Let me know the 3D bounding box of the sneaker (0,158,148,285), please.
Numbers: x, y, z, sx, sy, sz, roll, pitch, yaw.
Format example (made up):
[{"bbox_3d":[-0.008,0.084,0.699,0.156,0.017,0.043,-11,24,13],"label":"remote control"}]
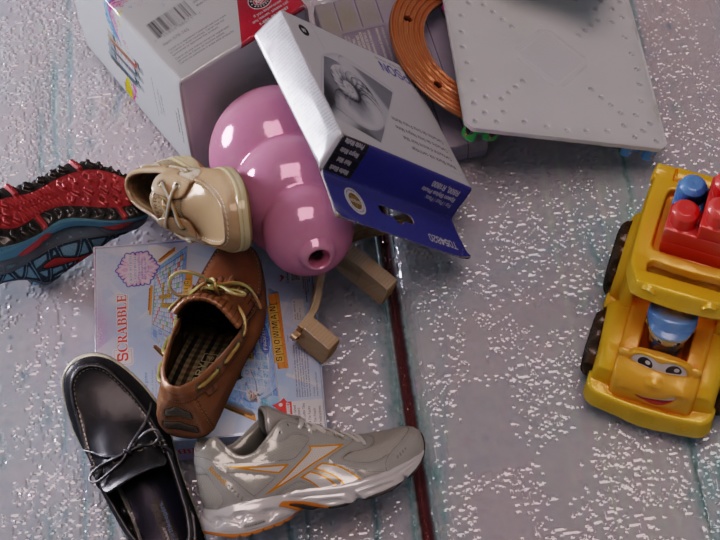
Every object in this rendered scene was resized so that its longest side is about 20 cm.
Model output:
[{"bbox_3d":[-0.280,-0.036,1.504,0.198,0.096,0.080,-16,57,-39],"label":"sneaker"}]

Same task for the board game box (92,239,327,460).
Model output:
[{"bbox_3d":[-0.133,0.065,1.460,0.197,0.041,0.202,-4,59,-2],"label":"board game box"}]

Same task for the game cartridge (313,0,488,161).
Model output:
[{"bbox_3d":[0.034,-0.183,1.612,0.128,0.039,0.202,-14,60,-3],"label":"game cartridge"}]

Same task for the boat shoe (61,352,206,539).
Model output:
[{"bbox_3d":[-0.183,0.156,1.359,0.074,0.062,0.202,-26,83,-3],"label":"boat shoe"}]

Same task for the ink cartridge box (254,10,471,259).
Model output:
[{"bbox_3d":[0.015,-0.116,1.456,0.040,0.199,0.201,-38,59,25],"label":"ink cartridge box"}]

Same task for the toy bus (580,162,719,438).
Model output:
[{"bbox_3d":[0.271,0.010,1.401,0.134,0.193,0.202,17,62,9],"label":"toy bus"}]

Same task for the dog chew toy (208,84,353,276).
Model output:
[{"bbox_3d":[-0.060,-0.071,1.450,0.123,0.126,0.201,-15,43,-8],"label":"dog chew toy"}]

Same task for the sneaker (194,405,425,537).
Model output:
[{"bbox_3d":[-0.042,0.148,1.364,0.198,0.076,0.093,-16,95,-18],"label":"sneaker"}]

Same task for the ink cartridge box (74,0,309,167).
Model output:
[{"bbox_3d":[-0.160,-0.230,1.577,0.145,0.145,0.200,-33,64,-17],"label":"ink cartridge box"}]

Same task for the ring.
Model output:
[{"bbox_3d":[0.118,-0.206,1.602,0.198,0.019,0.202,13,50,-15],"label":"ring"}]

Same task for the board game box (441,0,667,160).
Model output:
[{"bbox_3d":[0.176,-0.193,1.580,0.197,0.026,0.202,5,53,-15],"label":"board game box"}]

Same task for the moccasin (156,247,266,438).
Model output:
[{"bbox_3d":[-0.126,0.044,1.390,0.073,0.078,0.202,11,43,14],"label":"moccasin"}]

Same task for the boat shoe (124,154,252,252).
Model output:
[{"bbox_3d":[-0.148,-0.054,1.436,0.064,0.072,0.200,-9,14,-24],"label":"boat shoe"}]

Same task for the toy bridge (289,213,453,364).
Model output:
[{"bbox_3d":[0.000,0.000,1.475,0.067,0.027,0.200,39,54,10],"label":"toy bridge"}]
